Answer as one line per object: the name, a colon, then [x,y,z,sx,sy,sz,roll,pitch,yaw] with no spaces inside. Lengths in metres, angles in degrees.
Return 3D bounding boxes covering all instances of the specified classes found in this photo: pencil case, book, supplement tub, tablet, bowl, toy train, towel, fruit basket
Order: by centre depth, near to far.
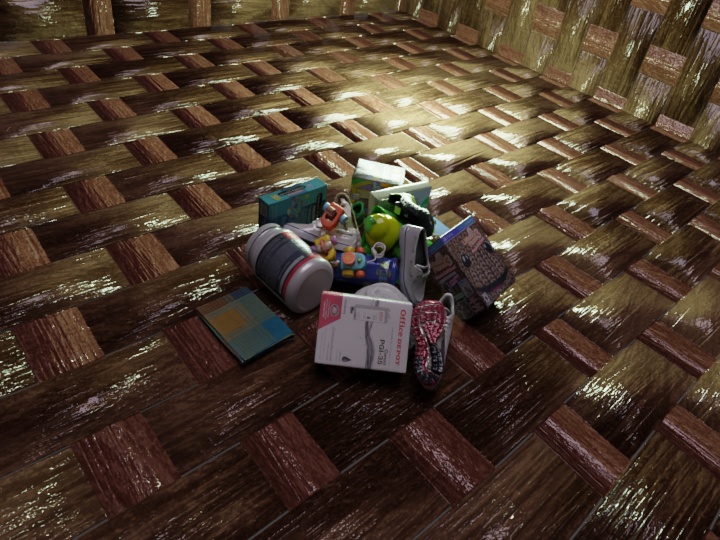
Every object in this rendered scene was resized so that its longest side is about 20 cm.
towel: [-0.258,0.118,1.247,0.145,0.022,0.199,-24,48,-38]
bowl: [0.049,0.093,1.292,0.194,0.096,0.203,7,38,-6]
supplement tub: [-0.171,-0.009,1.327,0.138,0.143,0.199,-25,50,-37]
toy train: [-0.042,-0.077,1.341,0.199,0.056,0.151,39,84,19]
pencil case: [0.000,0.000,1.387,0.194,0.087,0.080,6,65,12]
fruit basket: [0.071,-0.074,1.452,0.210,0.159,0.217,18,27,-9]
tablet: [0.191,-0.128,1.576,0.130,0.014,0.197,43,23,30]
book: [0.109,-0.175,1.610,0.196,0.136,0.048,-18,44,-30]

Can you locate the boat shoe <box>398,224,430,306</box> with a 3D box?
boat shoe: [0.134,-0.008,1.348,0.073,0.206,0.066,-25,23,-38]

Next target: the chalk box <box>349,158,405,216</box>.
chalk box: [0.069,-0.238,1.689,0.194,0.126,0.126,13,36,2]

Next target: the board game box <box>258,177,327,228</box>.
board game box: [-0.181,-0.146,1.488,0.197,0.154,0.047,-26,49,-39]

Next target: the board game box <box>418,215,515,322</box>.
board game box: [0.267,-0.006,1.396,0.158,0.097,0.202,-32,85,-42]

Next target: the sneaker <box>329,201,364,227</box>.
sneaker: [-0.055,-0.139,1.565,0.073,0.085,0.200,27,41,20]

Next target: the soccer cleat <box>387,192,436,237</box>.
soccer cleat: [0.131,-0.144,1.452,0.079,0.069,0.201,3,30,-23]

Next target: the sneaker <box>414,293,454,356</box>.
sneaker: [0.174,0.141,1.271,0.074,0.082,0.203,18,45,2]

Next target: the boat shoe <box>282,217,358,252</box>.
boat shoe: [-0.099,-0.098,1.421,0.194,0.071,0.072,16,82,0]

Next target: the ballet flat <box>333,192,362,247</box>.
ballet flat: [-0.034,-0.114,1.482,0.068,0.070,0.206,-8,72,-22]

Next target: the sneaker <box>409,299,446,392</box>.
sneaker: [0.143,0.156,1.191,0.078,0.075,0.205,0,58,13]

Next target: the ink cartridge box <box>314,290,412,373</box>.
ink cartridge box: [0.006,0.129,1.180,0.193,0.152,0.083,7,-3,-3]
